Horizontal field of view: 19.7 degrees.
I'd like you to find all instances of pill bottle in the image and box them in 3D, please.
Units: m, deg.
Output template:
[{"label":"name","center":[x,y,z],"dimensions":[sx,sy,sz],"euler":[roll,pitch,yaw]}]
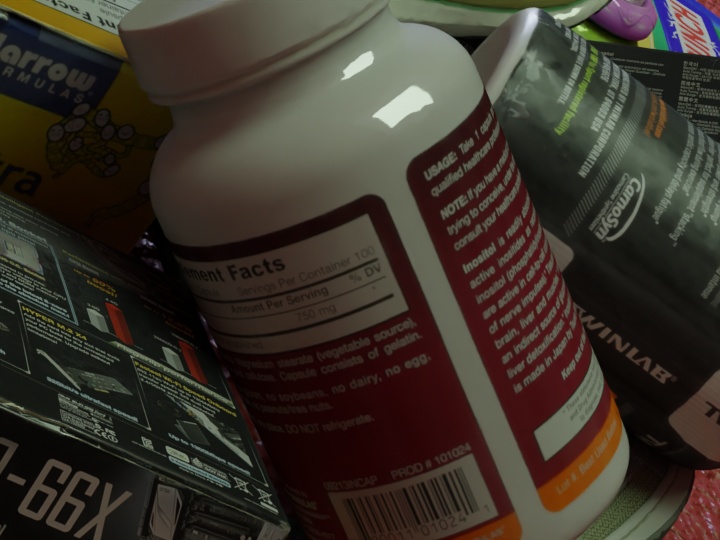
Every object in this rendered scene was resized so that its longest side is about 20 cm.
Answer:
[{"label":"pill bottle","center":[0.002,-0.004,0.660],"dimensions":[0.113,0.112,0.201],"euler":[-64,134,-64]},{"label":"pill bottle","center":[0.109,0.002,0.765],"dimensions":[0.199,0.106,0.106],"euler":[36,26,-8]}]

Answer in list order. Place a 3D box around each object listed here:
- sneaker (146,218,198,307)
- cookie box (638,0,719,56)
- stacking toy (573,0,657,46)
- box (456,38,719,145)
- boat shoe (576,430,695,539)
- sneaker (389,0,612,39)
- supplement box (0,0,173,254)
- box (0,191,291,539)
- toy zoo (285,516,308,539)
[{"label":"sneaker","center":[0.000,0.000,0.826],"dimensions":[0.198,0.076,0.115],"euler":[20,34,-30]},{"label":"cookie box","center":[0.215,-0.082,1.239],"dimensions":[0.199,0.075,0.172],"euler":[32,28,-15]},{"label":"stacking toy","center":[0.103,-0.121,1.006],"dimensions":[0.110,0.200,0.116],"euler":[40,27,-1]},{"label":"box","center":[0.082,-0.062,0.889],"dimensions":[0.198,0.050,0.161],"euler":[9,-3,14]},{"label":"boat shoe","center":[0.068,0.096,0.769],"dimensions":[0.065,0.074,0.202],"euler":[46,33,3]},{"label":"sneaker","center":[0.031,-0.138,0.797],"dimensions":[0.199,0.089,0.077],"euler":[-11,26,-33]},{"label":"supplement box","center":[-0.140,-0.099,0.750],"dimensions":[0.108,0.110,0.201],"euler":[18,33,-37]},{"label":"box","center":[-0.128,0.014,0.581],"dimensions":[0.199,0.050,0.158],"euler":[28,14,-27]},{"label":"toy zoo","center":[-0.057,0.117,0.623],"dimensions":[0.131,0.020,0.200],"euler":[43,26,5]}]
